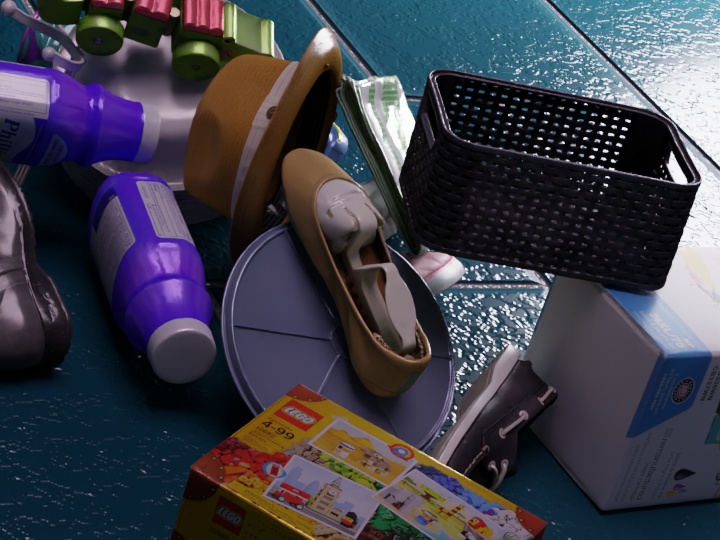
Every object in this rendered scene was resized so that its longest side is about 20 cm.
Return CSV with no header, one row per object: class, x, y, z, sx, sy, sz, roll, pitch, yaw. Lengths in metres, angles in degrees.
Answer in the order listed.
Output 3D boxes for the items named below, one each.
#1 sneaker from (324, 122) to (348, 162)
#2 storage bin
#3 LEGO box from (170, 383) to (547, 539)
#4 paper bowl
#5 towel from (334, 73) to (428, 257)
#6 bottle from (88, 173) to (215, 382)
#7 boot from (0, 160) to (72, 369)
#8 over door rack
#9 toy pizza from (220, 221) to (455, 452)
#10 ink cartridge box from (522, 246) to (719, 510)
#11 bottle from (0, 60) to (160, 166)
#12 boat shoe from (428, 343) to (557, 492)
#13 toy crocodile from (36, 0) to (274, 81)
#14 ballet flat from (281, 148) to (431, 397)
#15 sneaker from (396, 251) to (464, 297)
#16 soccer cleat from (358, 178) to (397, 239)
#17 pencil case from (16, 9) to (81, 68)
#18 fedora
sneaker,-0.073,-0.121,1.862,0.071,0.083,0.200,39,5,-25
storage bin,0.139,-0.068,1.578,0.200,0.094,0.135,11,27,-12
LEGO box,-0.002,0.177,1.385,0.200,0.077,0.149,28,31,17
paper bowl,-0.157,-0.146,1.739,0.200,0.104,0.201,2,63,-4
towel,0.033,-0.092,1.714,0.153,0.023,0.200,66,12,-1
bottle,-0.154,0.007,1.570,0.065,0.084,0.200,2,32,-22
boot,-0.298,-0.008,1.506,0.131,0.070,0.200,-6,51,-37
over door rack,-0.297,-0.164,1.731,0.067,0.148,0.200,16,27,-30
toy pizza,-0.018,0.058,1.551,0.200,0.032,0.201,14,62,-28
ink cartridge box,0.250,0.079,1.628,0.200,0.147,0.146,-2,34,-31
bottle,-0.254,-0.118,1.606,0.200,0.084,0.065,8,60,-23
boat shoe,0.089,0.129,1.531,0.060,0.074,0.200,38,35,0
toy crocodile,-0.162,-0.202,1.663,0.200,0.062,0.068,13,59,-16
ballet flat,0.003,-0.008,1.534,0.069,0.063,0.200,-16,78,-36
sneaker,0.000,0.000,1.661,0.200,0.075,0.105,-28,83,-49
soccer cleat,0.010,-0.046,1.802,0.200,0.069,0.078,-8,58,-42
pencil case,-0.202,-0.171,1.852,0.200,0.093,0.085,18,10,2
fedora,-0.081,-0.103,1.628,0.082,0.201,0.201,20,28,11
